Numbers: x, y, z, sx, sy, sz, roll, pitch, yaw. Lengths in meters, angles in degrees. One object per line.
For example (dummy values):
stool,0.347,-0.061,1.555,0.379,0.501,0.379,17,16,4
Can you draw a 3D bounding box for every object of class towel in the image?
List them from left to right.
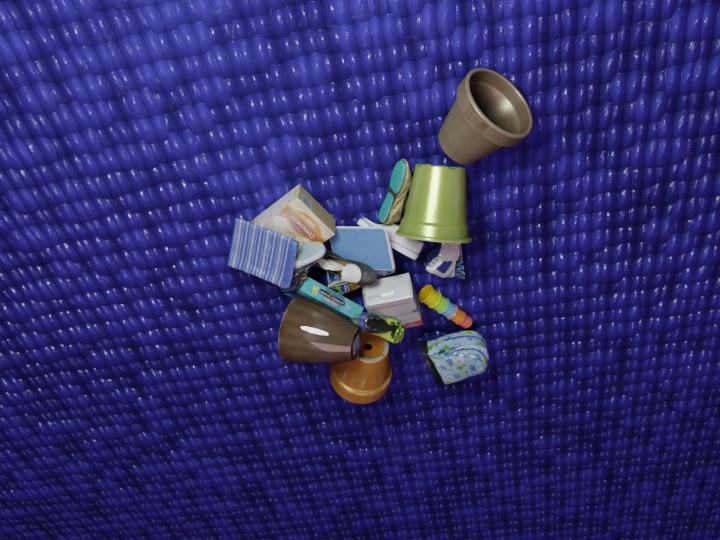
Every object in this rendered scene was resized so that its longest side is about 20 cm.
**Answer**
towel,-0.265,-0.044,1.653,0.198,0.024,0.146,21,113,14

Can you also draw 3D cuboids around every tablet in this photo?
tablet,0.000,-0.063,1.703,0.198,0.014,0.131,3,119,34

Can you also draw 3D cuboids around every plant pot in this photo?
plant pot,-0.102,0.186,1.729,0.198,0.187,0.188,11,130,17
plant pot,0.011,0.280,1.903,0.198,0.201,0.184,7,139,-5
plant pot,0.196,-0.176,1.567,0.198,0.200,0.186,4,101,-3
plant pot,0.279,-0.346,1.457,0.199,0.202,0.175,26,141,-19

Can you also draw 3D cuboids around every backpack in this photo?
backpack,0.304,0.271,1.922,0.199,0.154,0.164,-25,119,2

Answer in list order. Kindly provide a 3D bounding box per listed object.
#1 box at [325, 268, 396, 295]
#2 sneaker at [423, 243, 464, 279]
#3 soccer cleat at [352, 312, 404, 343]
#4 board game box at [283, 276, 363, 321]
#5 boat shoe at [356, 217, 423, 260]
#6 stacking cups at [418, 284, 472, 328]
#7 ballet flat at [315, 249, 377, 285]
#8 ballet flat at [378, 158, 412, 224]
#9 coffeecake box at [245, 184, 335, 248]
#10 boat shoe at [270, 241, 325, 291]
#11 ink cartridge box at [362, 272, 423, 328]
box,0.000,0.000,1.780,0.199,0.071,0.064,-23,140,17
sneaker,0.231,-0.044,1.745,0.114,0.081,0.201,-11,129,6
soccer cleat,0.056,0.163,1.794,0.083,0.065,0.199,13,171,43
board game box,-0.111,0.089,1.819,0.199,0.047,0.151,30,163,-22
boat shoe,0.085,-0.103,1.716,0.199,0.074,0.066,30,92,-15
stacking cups,0.265,0.121,1.891,0.199,0.061,0.060,37,120,-28
ballet flat,-0.051,-0.001,1.717,0.199,0.068,0.069,21,111,23
ballet flat,0.105,-0.209,1.634,0.070,0.071,0.201,13,126,-10
coffeecake box,-0.192,-0.116,1.694,0.199,0.073,0.153,-33,122,24
boat shoe,-0.165,-0.009,1.695,0.199,0.071,0.091,-20,129,24
ink cartridge box,0.098,0.100,1.816,0.144,0.086,0.200,-12,151,9
